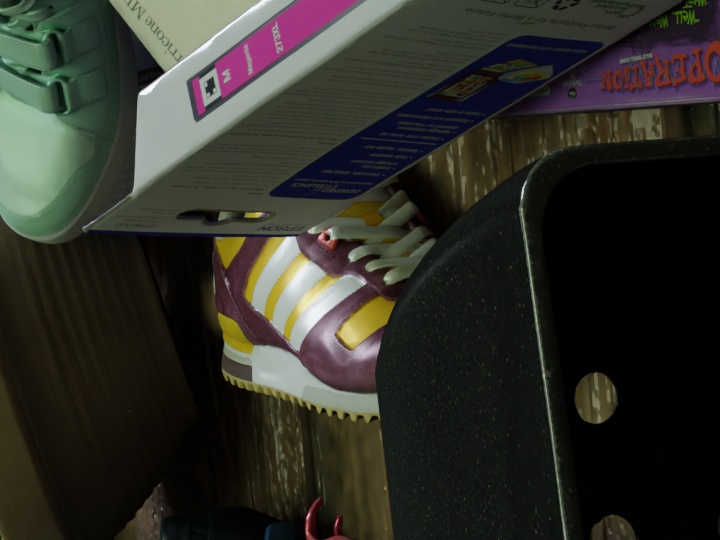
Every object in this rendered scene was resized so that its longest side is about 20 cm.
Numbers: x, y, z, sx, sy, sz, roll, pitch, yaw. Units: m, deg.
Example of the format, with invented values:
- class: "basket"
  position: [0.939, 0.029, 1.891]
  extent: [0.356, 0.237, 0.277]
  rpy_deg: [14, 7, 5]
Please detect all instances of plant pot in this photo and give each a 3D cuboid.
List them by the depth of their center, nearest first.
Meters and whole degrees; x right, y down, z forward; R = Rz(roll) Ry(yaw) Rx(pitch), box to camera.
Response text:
- class: "plant pot"
  position: [0.101, 0.071, 0.515]
  extent: [0.177, 0.198, 0.202]
  rpy_deg: [172, 91, -68]
- class: "plant pot"
  position: [-0.129, 0.032, 0.916]
  extent: [0.201, 0.092, 0.202]
  rpy_deg: [161, 90, -84]

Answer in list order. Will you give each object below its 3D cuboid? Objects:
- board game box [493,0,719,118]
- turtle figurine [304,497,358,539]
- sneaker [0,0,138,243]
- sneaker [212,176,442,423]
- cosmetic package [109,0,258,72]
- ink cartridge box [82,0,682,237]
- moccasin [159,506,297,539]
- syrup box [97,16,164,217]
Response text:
- class: "board game box"
  position: [0.064, -0.111, 0.682]
  extent: [0.200, 0.032, 0.121]
  rpy_deg: [4, 94, 58]
- class: "turtle figurine"
  position: [-0.019, 0.169, 0.800]
  extent: [0.150, 0.101, 0.200]
  rpy_deg: [42, 138, -9]
- class: "sneaker"
  position: [-0.139, -0.094, 0.768]
  extent: [0.073, 0.118, 0.202]
  rpy_deg: [21, 116, 27]
- class: "sneaker"
  position: [0.000, 0.000, 0.757]
  extent: [0.200, 0.075, 0.091]
  rpy_deg: [3, 102, 56]
- class: "cosmetic package"
  position: [-0.011, -0.158, 0.658]
  extent: [0.104, 0.073, 0.200]
  rpy_deg: [50, 127, 13]
- class: "ink cartridge box"
  position: [0.001, -0.060, 0.646]
  extent: [0.200, 0.094, 0.037]
  rpy_deg: [-33, 66, 44]
- class: "moccasin"
  position: [-0.090, 0.152, 0.913]
  extent: [0.200, 0.068, 0.081]
  rpy_deg: [122, 156, -43]
- class: "syrup box"
  position: [-0.093, -0.127, 0.851]
  extent: [0.079, 0.081, 0.201]
  rpy_deg: [31, 118, 25]
